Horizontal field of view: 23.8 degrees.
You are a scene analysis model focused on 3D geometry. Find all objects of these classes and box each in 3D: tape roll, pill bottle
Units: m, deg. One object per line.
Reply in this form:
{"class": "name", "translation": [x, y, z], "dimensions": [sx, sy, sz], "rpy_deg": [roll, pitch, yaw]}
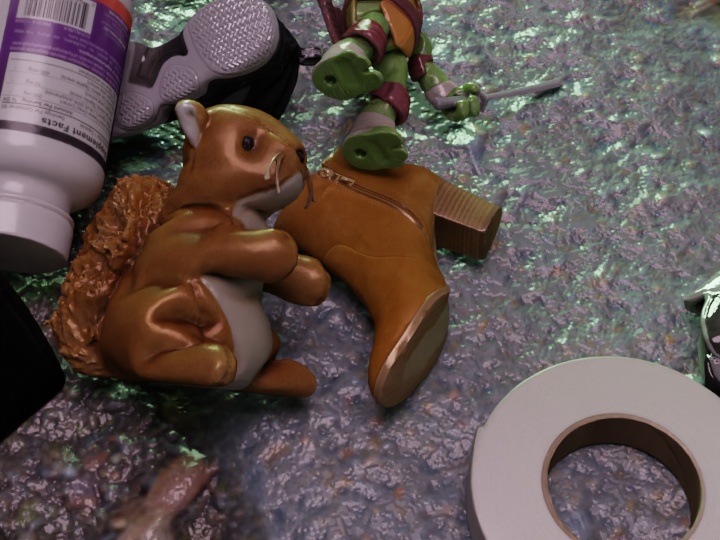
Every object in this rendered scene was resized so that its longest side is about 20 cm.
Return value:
{"class": "tape roll", "translation": [0.168, 0.148, 1.114], "dimensions": [0.202, 0.037, 0.203], "rpy_deg": [2, 56, -3]}
{"class": "pill bottle", "translation": [-0.226, -0.105, 1.180], "dimensions": [0.111, 0.111, 0.201], "rpy_deg": [7, 71, 2]}

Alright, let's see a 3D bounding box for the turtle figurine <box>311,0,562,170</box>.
{"class": "turtle figurine", "translation": [0.054, -0.170, 1.238], "dimensions": [0.199, 0.144, 0.194], "rpy_deg": [22, 47, 3]}

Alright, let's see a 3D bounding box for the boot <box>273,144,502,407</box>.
{"class": "boot", "translation": [0.000, -0.001, 1.197], "dimensions": [0.144, 0.071, 0.201], "rpy_deg": [19, 51, 16]}

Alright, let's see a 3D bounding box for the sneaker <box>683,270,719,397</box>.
{"class": "sneaker", "translation": [0.296, 0.072, 1.161], "dimensions": [0.115, 0.075, 0.200], "rpy_deg": [-29, 51, -16]}

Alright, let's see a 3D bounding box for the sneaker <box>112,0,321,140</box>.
{"class": "sneaker", "translation": [-0.125, -0.136, 1.276], "dimensions": [0.200, 0.114, 0.076], "rpy_deg": [-19, 71, 25]}

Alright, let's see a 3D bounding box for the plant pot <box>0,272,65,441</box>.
{"class": "plant pot", "translation": [-0.332, 0.031, 1.084], "dimensions": [0.200, 0.178, 0.199], "rpy_deg": [37, 62, 19]}

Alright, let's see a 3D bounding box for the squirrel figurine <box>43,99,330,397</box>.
{"class": "squirrel figurine", "translation": [-0.118, -0.018, 1.132], "dimensions": [0.199, 0.141, 0.187], "rpy_deg": [3, 84, 31]}
